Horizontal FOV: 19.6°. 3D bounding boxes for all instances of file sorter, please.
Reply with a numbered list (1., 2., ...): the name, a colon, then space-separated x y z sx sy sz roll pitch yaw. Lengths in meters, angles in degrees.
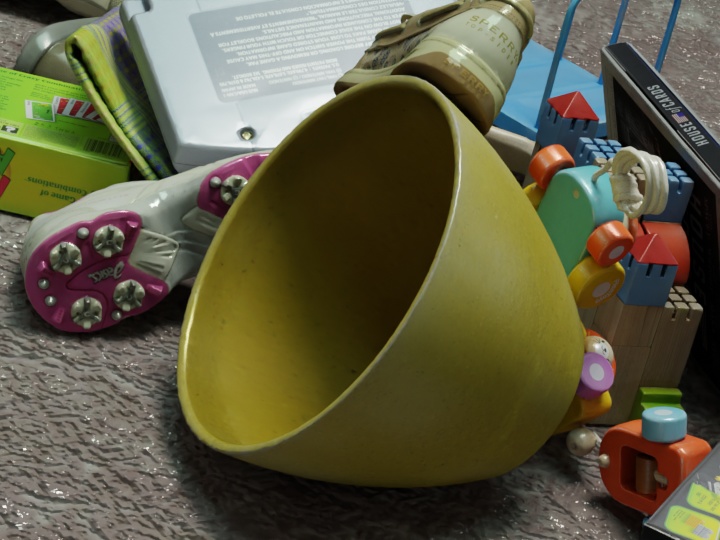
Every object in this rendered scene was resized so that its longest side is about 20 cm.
1. file sorter: 0.119 -0.194 1.552 0.138 0.123 0.200 -13 37 -43

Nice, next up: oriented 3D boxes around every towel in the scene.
1. towel: -0.105 -0.104 1.266 0.144 0.023 0.200 55 21 -5

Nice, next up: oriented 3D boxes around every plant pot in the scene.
1. plant pot: 0.026 0.027 1.025 0.142 0.200 0.200 32 15 -32

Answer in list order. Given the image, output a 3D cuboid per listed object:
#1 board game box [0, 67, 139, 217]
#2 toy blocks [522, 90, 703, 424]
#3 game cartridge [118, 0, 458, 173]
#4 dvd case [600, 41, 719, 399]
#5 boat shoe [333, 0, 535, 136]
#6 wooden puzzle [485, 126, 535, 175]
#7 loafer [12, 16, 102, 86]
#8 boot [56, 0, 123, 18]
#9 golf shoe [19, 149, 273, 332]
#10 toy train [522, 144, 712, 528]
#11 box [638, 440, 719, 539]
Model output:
1. board game box: -0.230 -0.083 1.239 0.199 0.048 0.102 13 25 -3
2. toy blocks: 0.139 -0.011 1.181 0.099 0.138 0.200 3 28 -21
3. game cartridge: -0.028 -0.118 1.217 0.199 0.042 0.134 -11 65 -19
4. dvd case: 0.189 -0.027 1.229 0.025 0.151 0.200 -13 31 -8
5. boat shoe: 0.041 -0.100 1.087 0.073 0.063 0.200 40 -11 -13
6. wooden puzzle: 0.026 -0.088 1.342 0.184 0.047 0.200 19 5 3
7. loafer: -0.140 -0.132 1.369 0.070 0.075 0.200 39 38 21
8. boot: -0.175 -0.232 1.536 0.154 0.072 0.200 21 32 14
9. golf shoe: -0.093 -0.029 1.140 0.199 0.076 0.092 -14 22 -16
10. toy train: 0.138 0.032 1.063 0.055 0.202 0.150 -11 11 -33
11. box: 0.165 0.128 0.950 0.035 0.111 0.200 24 27 21
